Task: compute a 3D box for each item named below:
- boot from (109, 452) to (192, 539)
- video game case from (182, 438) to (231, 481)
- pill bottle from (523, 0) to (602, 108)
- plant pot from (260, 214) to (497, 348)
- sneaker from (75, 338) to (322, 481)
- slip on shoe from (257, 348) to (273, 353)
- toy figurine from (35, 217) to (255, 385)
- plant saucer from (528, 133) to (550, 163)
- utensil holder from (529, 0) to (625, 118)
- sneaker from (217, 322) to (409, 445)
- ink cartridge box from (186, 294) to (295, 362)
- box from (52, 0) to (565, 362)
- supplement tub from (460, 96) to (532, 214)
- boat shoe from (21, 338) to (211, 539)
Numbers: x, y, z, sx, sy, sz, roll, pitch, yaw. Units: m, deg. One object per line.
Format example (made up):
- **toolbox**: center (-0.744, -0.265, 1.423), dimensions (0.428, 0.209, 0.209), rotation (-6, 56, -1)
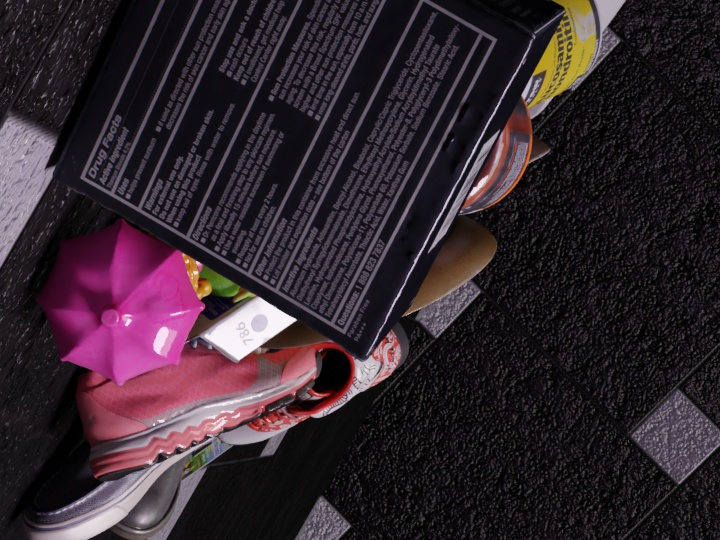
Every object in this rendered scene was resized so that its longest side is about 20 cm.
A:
- **boot**: center (-0.138, 0.093, 1.578), dimensions (0.200, 0.072, 0.183), rotation (-58, -170, 43)
- **video game case**: center (-0.111, 0.122, 1.815), dimensions (0.182, 0.022, 0.200), rotation (-35, 168, -12)
- **pill bottle**: center (0.101, -0.174, 1.557), dimensions (0.200, 0.112, 0.113), rotation (-29, 151, -54)
- **plant pot**: center (0.000, 0.000, 1.430), dimensions (0.200, 0.198, 0.028), rotation (-48, 123, -59)
- **sneaker**: center (-0.112, 0.075, 1.408), dimensions (0.199, 0.087, 0.074), rotation (-22, 177, -35)
- **slip on shoe**: center (-0.019, 0.008, 1.633), dimensions (0.200, 0.060, 0.076), rotation (-44, 161, -42)
- **toy figurine**: center (-0.125, -0.001, 1.216), dimensions (0.184, 0.151, 0.200), rotation (-36, -176, -40)
- **plant saucer**: center (0.049, -0.076, 1.550), dimensions (0.199, 0.035, 0.200), rotation (-19, -173, 2)
- **utensil holder**: center (0.148, -0.258, 1.803), dimensions (0.200, 0.169, 0.170), rotation (-52, 170, -30)
- **sneaker**: center (-0.063, 0.096, 1.630), dimensions (0.200, 0.068, 0.108), rotation (-26, 179, 26)
- **ink cartridge box**: center (-0.063, 0.002, 1.375), dimensions (0.199, 0.039, 0.099), rotation (-33, -152, -12)
- **box**: center (-0.025, -0.097, 1.072), dimensions (0.201, 0.197, 0.123), rotation (-62, 175, 18)
- **supplement tub**: center (0.056, -0.088, 1.293), dimensions (0.108, 0.106, 0.200), rotation (-60, 171, 8)
- **boat shoe**: center (-0.176, 0.110, 1.452), dimensions (0.200, 0.074, 0.093), rotation (-39, 130, -34)
